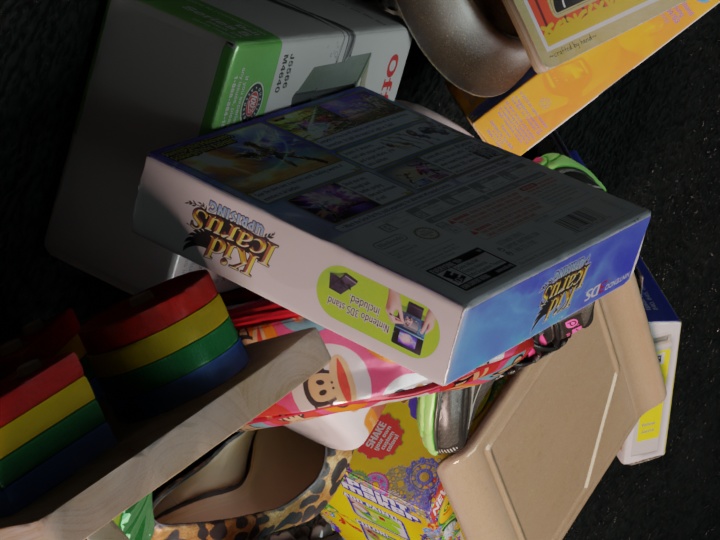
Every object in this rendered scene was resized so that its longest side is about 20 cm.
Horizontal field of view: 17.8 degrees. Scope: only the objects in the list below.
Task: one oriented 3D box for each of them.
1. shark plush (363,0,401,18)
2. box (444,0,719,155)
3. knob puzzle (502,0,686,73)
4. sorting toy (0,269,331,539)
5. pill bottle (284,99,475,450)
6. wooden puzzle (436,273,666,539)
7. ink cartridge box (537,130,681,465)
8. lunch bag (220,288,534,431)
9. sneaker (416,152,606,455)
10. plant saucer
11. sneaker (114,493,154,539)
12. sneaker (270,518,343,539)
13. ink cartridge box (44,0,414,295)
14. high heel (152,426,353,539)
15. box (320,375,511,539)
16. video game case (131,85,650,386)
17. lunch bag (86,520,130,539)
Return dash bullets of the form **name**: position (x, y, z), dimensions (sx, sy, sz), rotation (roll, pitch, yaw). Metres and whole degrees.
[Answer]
- **shark plush**: position (0.035, -0.193, 1.405), dimensions (0.199, 0.091, 0.084), rotation (-6, 97, -44)
- **box**: position (0.148, -0.152, 1.434), dimensions (0.200, 0.042, 0.119), rotation (-39, -163, 6)
- **knob puzzle**: position (0.130, -0.237, 1.310), dimensions (0.220, 0.220, 0.030), rotation (-53, -162, -27)
- **sorting toy**: position (-0.151, 0.069, 1.080), dimensions (0.199, 0.200, 0.070), rotation (-34, 103, -46)
- **pill bottle**: position (0.000, 0.000, 1.412), dimensions (0.200, 0.112, 0.112), rotation (-59, 156, -14)
- **wooden puzzle**: position (0.131, 0.107, 1.581), dimensions (0.200, 0.037, 0.185), rotation (-50, 144, -21)
- **ink cartridge box**: position (0.182, 0.008, 1.728), dimensions (0.047, 0.198, 0.201), rotation (-11, 136, -15)
- **lunch bag**: position (-0.026, 0.042, 1.225), dimensions (0.176, 0.200, 0.082), rotation (-15, 91, -37)
- **sneaker**: position (0.095, 0.026, 1.395), dimensions (0.201, 0.084, 0.077), rotation (-61, 171, -5)
- **plant saucer**: position (0.067, -0.202, 1.332), dimensions (0.200, 0.032, 0.201), rotation (27, 57, -52)
- **sneaker**: position (-0.153, 0.170, 1.299), dimensions (0.083, 0.074, 0.201), rotation (-1, 113, -61)
- **sneaker**: position (-0.067, 0.230, 1.415), dimensions (0.071, 0.098, 0.200), rotation (-6, 150, -50)
- **ink cartridge box**: position (-0.065, -0.074, 1.232), dimensions (0.200, 0.084, 0.146), rotation (-17, 127, -60)
- **high heel**: position (-0.064, 0.118, 1.437), dimensions (0.200, 0.071, 0.143), rotation (-51, 161, -10)
- **box**: position (0.063, 0.105, 1.642), dimensions (0.200, 0.122, 0.193), rotation (-57, 155, -19)
- **video game case**: position (0.019, -0.024, 1.125), dimensions (0.200, 0.181, 0.046), rotation (-23, 134, -55)
- **lunch bag**: position (-0.142, 0.211, 1.158), dimensions (0.118, 0.164, 0.200), rotation (-41, 175, -45)
